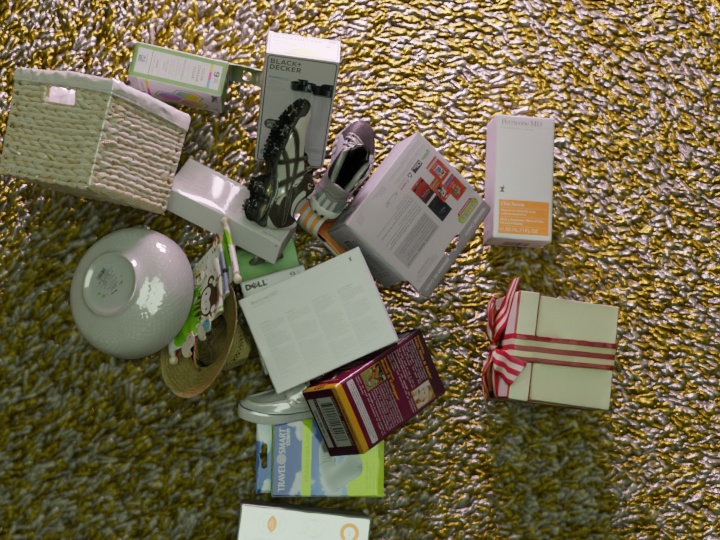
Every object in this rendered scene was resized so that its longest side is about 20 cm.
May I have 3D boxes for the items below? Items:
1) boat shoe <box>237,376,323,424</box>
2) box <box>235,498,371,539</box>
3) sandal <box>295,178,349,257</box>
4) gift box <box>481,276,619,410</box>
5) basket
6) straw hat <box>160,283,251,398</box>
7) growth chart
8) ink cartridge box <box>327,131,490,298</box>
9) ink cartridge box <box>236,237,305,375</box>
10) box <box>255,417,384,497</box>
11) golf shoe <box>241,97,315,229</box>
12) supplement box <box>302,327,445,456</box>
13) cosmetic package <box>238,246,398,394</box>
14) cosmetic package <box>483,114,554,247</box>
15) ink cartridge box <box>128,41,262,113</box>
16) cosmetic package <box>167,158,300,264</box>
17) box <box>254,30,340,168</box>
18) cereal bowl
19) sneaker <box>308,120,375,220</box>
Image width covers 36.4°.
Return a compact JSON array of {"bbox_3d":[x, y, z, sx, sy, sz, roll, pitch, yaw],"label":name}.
[{"bbox_3d":[-0.092,0.189,1.686,0.198,0.074,0.066,-5,112,-20],"label":"boat shoe"},{"bbox_3d":[-0.091,0.421,1.656,0.197,0.097,0.126,8,82,-5],"label":"box"},{"bbox_3d":[-0.039,-0.076,1.732,0.207,0.059,0.079,44,78,4],"label":"sandal"},{"bbox_3d":[0.284,0.118,1.687,0.184,0.200,0.187,7,78,-4],"label":"gift box"},{"bbox_3d":[-0.391,-0.189,1.616,0.196,0.200,0.163,11,88,27],"label":"basket"},{"bbox_3d":[-0.215,0.110,1.664,0.085,0.200,0.203,23,80,-37],"label":"straw hat"},{"bbox_3d":[-0.240,0.036,1.646,0.018,0.146,0.200,20,123,-38],"label":"growth chart"},{"bbox_3d":[0.079,-0.079,1.713,0.175,0.084,0.201,43,69,-12],"label":"ink cartridge box"},{"bbox_3d":[-0.126,0.052,1.704,0.103,0.059,0.202,-15,86,-7],"label":"ink cartridge box"},{"bbox_3d":[-0.063,0.289,1.700,0.197,0.048,0.124,1,83,-7],"label":"box"},{"bbox_3d":[-0.104,-0.158,1.654,0.094,0.078,0.202,20,99,-22],"label":"golf shoe"},{"bbox_3d":[0.023,0.182,1.649,0.199,0.085,0.111,-30,100,-40],"label":"supplement box"},{"bbox_3d":[-0.062,0.075,1.633,0.198,0.052,0.152,-23,87,1],"label":"cosmetic package"},{"bbox_3d":[0.256,-0.143,1.773,0.100,0.071,0.203,3,83,-6],"label":"cosmetic package"},{"bbox_3d":[-0.257,-0.295,1.715,0.197,0.104,0.060,11,83,-5],"label":"ink cartridge box"},{"bbox_3d":[-0.201,-0.092,1.699,0.198,0.051,0.083,27,43,3],"label":"cosmetic package"},{"bbox_3d":[-0.099,-0.260,1.685,0.115,0.201,0.061,8,42,-6],"label":"box"},{"bbox_3d":[-0.354,0.029,1.639,0.198,0.083,0.203,-4,77,19],"label":"cereal bowl"},{"bbox_3d":[-0.005,-0.176,1.695,0.075,0.116,0.201,29,55,-10],"label":"sneaker"}]
